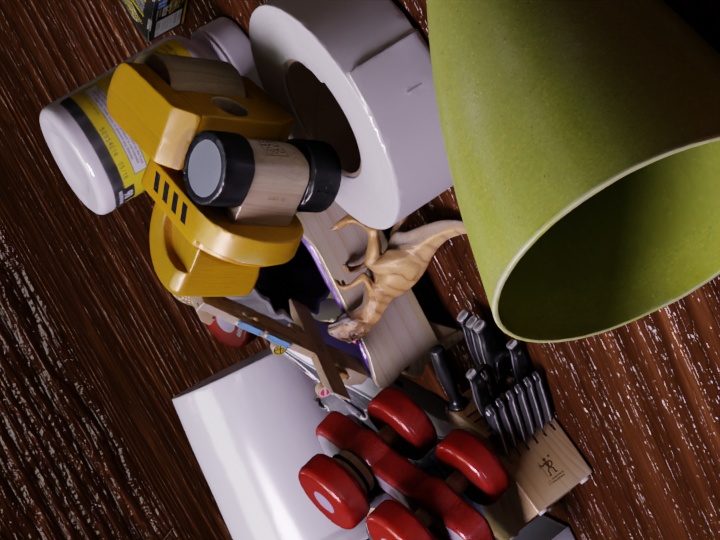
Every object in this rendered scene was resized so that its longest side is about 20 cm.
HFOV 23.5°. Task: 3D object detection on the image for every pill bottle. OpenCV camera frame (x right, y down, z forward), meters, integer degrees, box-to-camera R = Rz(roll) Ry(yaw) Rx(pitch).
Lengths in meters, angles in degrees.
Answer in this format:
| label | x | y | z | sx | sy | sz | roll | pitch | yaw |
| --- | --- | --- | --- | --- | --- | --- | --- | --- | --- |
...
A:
| label | x | y | z | sx | sy | sz | roll | pitch | yaw |
| --- | --- | --- | --- | --- | --- | --- | --- | --- | --- |
| pill bottle | -0.188 | -0.148 | 1.620 | 0.115 | 0.199 | 0.115 | 49 | 161 | 24 |

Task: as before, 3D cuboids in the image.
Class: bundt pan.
| label | x | y | z | sx | sy | sz | roll | pitch | yaw |
| --- | --- | --- | --- | --- | --- | --- | --- | --- | --- |
| bundt pan | -0.100 | -0.047 | 1.557 | 0.075 | 0.202 | 0.203 | -11 | 118 | 27 |

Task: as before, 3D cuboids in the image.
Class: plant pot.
| label | x | y | z | sx | sy | sz | roll | pitch | yaw |
| --- | --- | --- | --- | --- | --- | --- | --- | --- | --- |
| plant pot | 0.119 | -0.096 | 0.972 | 0.188 | 0.185 | 0.201 | 91 | 157 | -61 |

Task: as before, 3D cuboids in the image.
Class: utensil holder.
| label | x | y | z | sx | sy | sz | roll | pitch | yaw |
| --- | --- | --- | --- | --- | --- | --- | --- | --- | --- |
| utensil holder | -0.076 | 0.183 | 1.724 | 0.202 | 0.169 | 0.170 | 65 | 162 | -1 |

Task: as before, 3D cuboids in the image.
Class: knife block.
| label | x | y | z | sx | sy | sz | roll | pitch | yaw |
| --- | --- | --- | --- | --- | --- | --- | --- | --- | --- |
| knife block | 0.116 | 0.133 | 1.505 | 0.176 | 0.064 | 0.200 | 55 | 163 | 12 |

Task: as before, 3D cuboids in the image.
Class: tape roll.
| label | x | y | z | sx | sy | sz | roll | pitch | yaw |
| --- | --- | --- | --- | --- | --- | --- | --- | --- | --- |
| tape roll | -0.004 | -0.135 | 1.361 | 0.203 | 0.070 | 0.203 | 50 | 161 | 24 |

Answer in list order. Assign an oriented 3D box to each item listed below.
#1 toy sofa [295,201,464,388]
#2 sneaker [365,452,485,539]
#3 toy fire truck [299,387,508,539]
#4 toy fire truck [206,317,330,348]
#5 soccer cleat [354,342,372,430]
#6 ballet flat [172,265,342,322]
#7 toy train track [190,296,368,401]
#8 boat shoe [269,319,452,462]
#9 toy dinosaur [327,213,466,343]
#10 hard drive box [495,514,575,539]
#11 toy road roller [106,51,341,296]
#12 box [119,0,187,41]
| label | x | y | z | sx | sy | sz | roll | pitch | yaw |
| --- | --- | --- | --- | --- | --- | --- | --- | --- | --- |
| toy sofa | 0.000 | 0.000 | 1.537 | 0.201 | 0.097 | 0.083 | 62 | 161 | -17 |
| sneaker | 0.049 | 0.201 | 1.670 | 0.202 | 0.146 | 0.077 | 29 | 150 | 58 |
| toy fire truck | 0.045 | 0.208 | 1.482 | 0.199 | 0.112 | 0.169 | 30 | 152 | 38 |
| toy fire truck | -0.097 | -0.025 | 1.777 | 0.167 | 0.112 | 0.201 | -24 | 98 | 46 |
| soccer cleat | -0.004 | 0.090 | 1.743 | 0.086 | 0.070 | 0.201 | 47 | 160 | 29 |
| ballet flat | -0.082 | 0.020 | 1.644 | 0.066 | 0.197 | 0.071 | -100 | 9 | -57 |
| toy train track | -0.072 | 0.062 | 1.456 | 0.199 | 0.033 | 0.115 | 28 | -155 | -42 |
| boat shoe | -0.008 | 0.111 | 1.604 | 0.199 | 0.067 | 0.070 | 30 | -162 | -7 |
| toy dinosaur | 0.038 | -0.017 | 1.441 | 0.107 | 0.060 | 0.200 | 53 | 129 | 9 |
| hard drive box | 0.153 | 0.305 | 1.678 | 0.157 | 0.076 | 0.200 | 63 | 162 | -19 |
| toy road roller | -0.123 | -0.069 | 1.382 | 0.200 | 0.122 | 0.147 | 46 | 121 | 39 |
| box | -0.238 | -0.340 | 1.680 | 0.201 | 0.049 | 0.160 | 55 | 165 | 7 |
